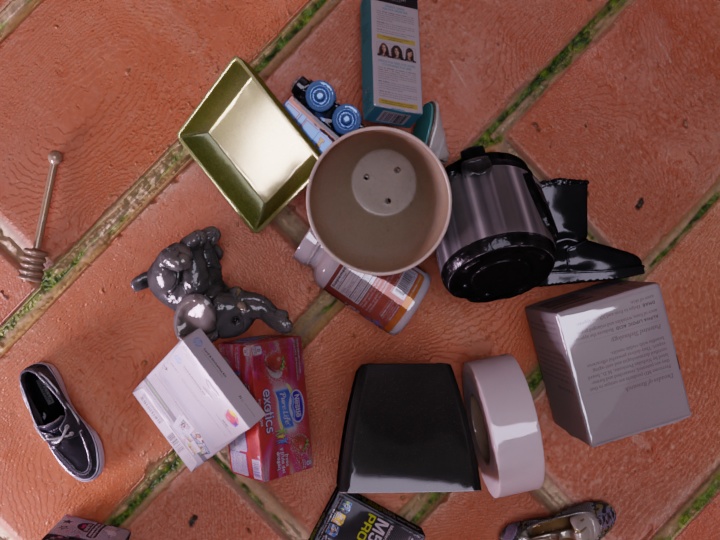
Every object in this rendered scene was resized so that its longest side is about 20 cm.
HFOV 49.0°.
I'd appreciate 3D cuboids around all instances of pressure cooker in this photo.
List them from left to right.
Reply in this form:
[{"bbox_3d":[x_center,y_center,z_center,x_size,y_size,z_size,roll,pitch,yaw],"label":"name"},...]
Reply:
[{"bbox_3d":[0.185,-0.077,1.161,0.176,0.176,0.203,10,54,-30],"label":"pressure cooker"}]

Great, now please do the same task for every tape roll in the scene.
[{"bbox_3d":[0.210,0.231,1.178,0.069,0.202,0.207,-11,92,-4],"label":"tape roll"}]

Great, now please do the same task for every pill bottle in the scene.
[{"bbox_3d":[0.000,0.000,1.205,0.198,0.112,0.113,34,89,-3],"label":"pill bottle"}]

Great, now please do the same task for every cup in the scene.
[{"bbox_3d":[0.031,-0.111,1.120,0.196,0.143,0.204,2,107,5],"label":"cup"}]

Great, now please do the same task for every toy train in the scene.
[{"bbox_3d":[-0.042,-0.205,1.216,0.199,0.087,0.115,41,97,-6],"label":"toy train"}]

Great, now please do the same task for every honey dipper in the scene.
[{"bbox_3d":[-0.487,-0.085,1.210,0.037,0.038,0.204,11,89,-4],"label":"honey dipper"}]

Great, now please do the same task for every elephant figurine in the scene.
[{"bbox_3d":[-0.222,0.050,1.178,0.141,0.155,0.202,-32,89,-31],"label":"elephant figurine"}]

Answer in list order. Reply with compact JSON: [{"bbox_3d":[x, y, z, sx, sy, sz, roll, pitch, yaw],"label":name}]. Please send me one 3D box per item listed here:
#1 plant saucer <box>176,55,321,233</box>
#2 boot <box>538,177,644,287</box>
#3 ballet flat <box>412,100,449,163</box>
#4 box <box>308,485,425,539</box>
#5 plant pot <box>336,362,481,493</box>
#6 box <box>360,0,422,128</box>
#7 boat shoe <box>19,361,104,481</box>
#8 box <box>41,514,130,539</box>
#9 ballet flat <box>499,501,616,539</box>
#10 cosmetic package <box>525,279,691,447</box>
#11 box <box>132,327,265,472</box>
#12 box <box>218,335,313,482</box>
[{"bbox_3d":[-0.158,-0.188,1.182,0.201,0.048,0.199,51,132,-2],"label":"plant saucer"},{"bbox_3d":[0.349,-0.063,1.250,0.194,0.073,0.166,-4,86,-5],"label":"boot"},{"bbox_3d":[0.104,-0.160,1.239,0.068,0.069,0.204,14,94,-4],"label":"ballet flat"},{"bbox_3d":[-0.013,0.465,1.245,0.158,0.044,0.202,29,89,-3],"label":"box"},{"bbox_3d":[0.064,0.233,1.183,0.195,0.200,0.181,0,78,-3],"label":"plant pot"},{"bbox_3d":[0.045,-0.323,1.194,0.081,0.049,0.204,6,72,-21],"label":"box"},{"bbox_3d":[-0.458,0.234,1.201,0.071,0.068,0.203,-24,93,-3],"label":"boat shoe"},{"bbox_3d":[-0.422,0.455,1.141,0.113,0.200,0.135,15,90,-5],"label":"box"},{"bbox_3d":[0.322,0.422,1.254,0.196,0.072,0.073,-13,92,-4],"label":"ballet flat"},{"bbox_3d":[0.371,0.134,1.204,0.162,0.165,0.204,-16,93,-4],"label":"cosmetic package"},{"bbox_3d":[-0.242,0.195,1.159,0.157,0.200,0.041,51,45,3],"label":"box"},{"bbox_3d":[-0.143,0.202,1.190,0.094,0.099,0.204,-7,91,-39],"label":"box"}]
